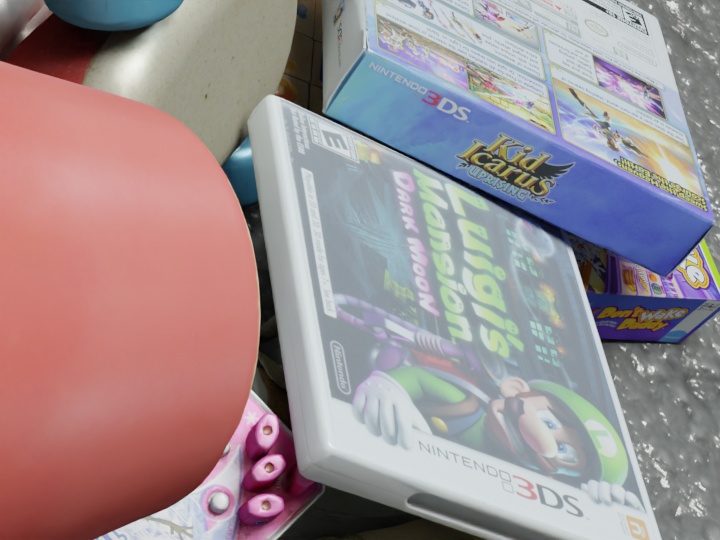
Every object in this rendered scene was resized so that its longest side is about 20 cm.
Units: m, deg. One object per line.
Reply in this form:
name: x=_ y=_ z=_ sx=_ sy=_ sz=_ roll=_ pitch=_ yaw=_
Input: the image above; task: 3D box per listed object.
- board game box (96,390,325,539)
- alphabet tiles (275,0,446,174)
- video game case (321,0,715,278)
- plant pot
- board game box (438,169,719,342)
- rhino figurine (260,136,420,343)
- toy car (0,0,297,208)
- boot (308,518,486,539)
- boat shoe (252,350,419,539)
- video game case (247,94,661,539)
board game box: x=-0.144 y=0.072 z=0.679 sx=0.200 sy=0.026 sz=0.200 roll=45 pitch=69 yaw=5
alphabet tiles: x=-0.027 y=-0.110 z=0.975 sx=0.198 sy=0.008 sz=0.168 roll=20 pitch=48 yaw=-20
video game case: x=0.073 y=-0.104 z=0.914 sx=0.198 sy=0.046 sz=0.182 roll=24 pitch=34 yaw=-21
plant pot: x=-0.140 y=0.014 z=0.572 sx=0.176 sy=0.200 sz=0.202 roll=-2 pitch=57 yaw=-46
board game box: x=0.105 y=-0.060 z=0.993 sx=0.133 sy=0.045 sz=0.202 roll=4 pitch=56 yaw=-36
rhino figurine: x=0.000 y=0.000 z=0.850 sx=0.087 sy=0.060 sz=0.200 roll=36 pitch=31 yaw=-5
toy car: x=-0.144 y=-0.108 z=0.812 sx=0.198 sy=0.186 sz=0.177 roll=16 pitch=41 yaw=16
boot: x=0.060 y=0.187 z=0.757 sx=0.154 sy=0.073 sz=0.202 roll=-11 pitch=70 yaw=-35
boat shoe: x=-0.052 y=0.073 z=0.770 sx=0.198 sy=0.068 sz=0.075 roll=12 pitch=51 yaw=-27
video game case: x=0.039 y=0.028 z=0.783 sx=0.181 sy=0.023 sz=0.201 roll=23 pitch=37 yaw=-31
